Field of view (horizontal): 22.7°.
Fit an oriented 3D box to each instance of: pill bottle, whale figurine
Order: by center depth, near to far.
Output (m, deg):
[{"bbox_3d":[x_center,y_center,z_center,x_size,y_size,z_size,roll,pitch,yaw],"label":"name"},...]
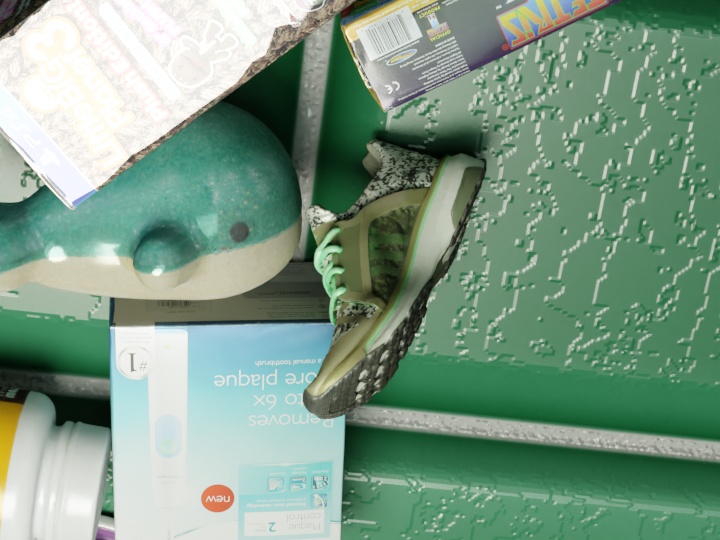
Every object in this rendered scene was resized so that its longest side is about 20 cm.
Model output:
[{"bbox_3d":[-0.132,-0.041,1.028,0.198,0.159,0.105,-8,113,-16],"label":"whale figurine"},{"bbox_3d":[-0.261,0.123,1.129,0.198,0.109,0.110,9,116,-4],"label":"pill bottle"}]

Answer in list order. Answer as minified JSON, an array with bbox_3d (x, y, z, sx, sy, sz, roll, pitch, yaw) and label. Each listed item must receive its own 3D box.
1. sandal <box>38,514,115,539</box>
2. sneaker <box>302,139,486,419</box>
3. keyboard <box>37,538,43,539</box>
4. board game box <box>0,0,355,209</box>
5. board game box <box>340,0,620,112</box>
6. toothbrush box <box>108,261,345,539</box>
[{"bbox_3d":[-0.151,0.220,1.215,0.201,0.050,0.083,19,113,-8],"label":"sandal"},{"bbox_3d":[0.000,0.000,1.052,0.088,0.201,0.077,24,144,8],"label":"sneaker"},{"bbox_3d":[-0.198,0.200,1.191,0.199,0.011,0.057,32,103,2],"label":"keyboard"},{"bbox_3d":[-0.103,-0.154,0.968,0.199,0.160,0.097,-34,113,16],"label":"board game box"},{"bbox_3d":[0.086,-0.176,0.956,0.199,0.166,0.057,-24,114,11],"label":"board game box"},{"bbox_3d":[-0.085,0.102,1.134,0.145,0.085,0.202,0,118,-7],"label":"toothbrush box"}]
